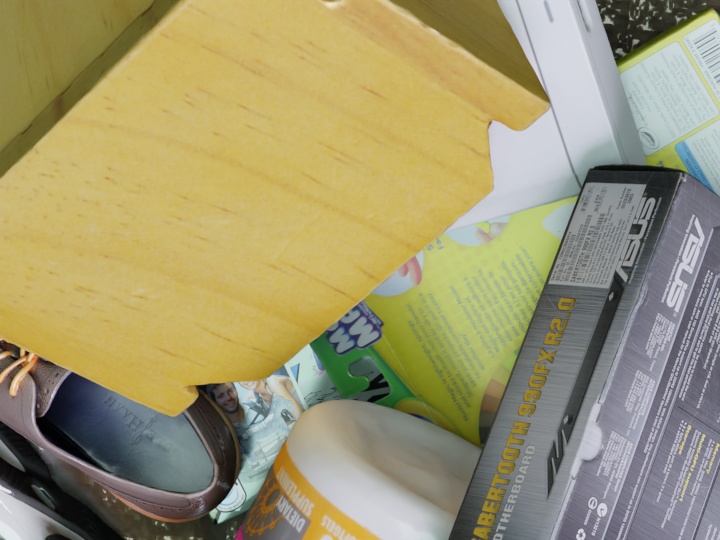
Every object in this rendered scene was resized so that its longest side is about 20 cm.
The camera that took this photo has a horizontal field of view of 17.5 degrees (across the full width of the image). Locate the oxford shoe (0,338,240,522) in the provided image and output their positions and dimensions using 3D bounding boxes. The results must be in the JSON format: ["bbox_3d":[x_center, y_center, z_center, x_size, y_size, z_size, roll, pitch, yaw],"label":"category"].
[{"bbox_3d":[-0.130,0.026,0.904,0.200,0.073,0.071,32,84,-2],"label":"oxford shoe"}]

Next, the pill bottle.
[{"bbox_3d":[-0.012,0.158,0.862,0.116,0.116,0.200,26,103,0],"label":"pill bottle"}]

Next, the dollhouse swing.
[{"bbox_3d":[-0.070,-0.092,0.846,0.182,0.176,0.200,29,124,-33],"label":"dollhouse swing"}]

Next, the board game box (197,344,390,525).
[{"bbox_3d":[0.000,0.000,0.953,0.200,0.029,0.135,-27,93,4],"label":"board game box"}]

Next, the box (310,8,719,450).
[{"bbox_3d":[0.078,-0.002,0.906,0.200,0.048,0.117,-30,93,7],"label":"box"}]

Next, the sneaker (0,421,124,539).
[{"bbox_3d":[-0.153,0.145,0.956,0.115,0.076,0.201,-42,83,13],"label":"sneaker"}]

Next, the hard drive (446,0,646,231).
[{"bbox_3d":[-0.009,-0.072,0.858,0.200,0.027,0.132,-15,99,28],"label":"hard drive"}]

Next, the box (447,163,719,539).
[{"bbox_3d":[0.110,0.086,0.812,0.158,0.048,0.200,32,73,-37],"label":"box"}]
